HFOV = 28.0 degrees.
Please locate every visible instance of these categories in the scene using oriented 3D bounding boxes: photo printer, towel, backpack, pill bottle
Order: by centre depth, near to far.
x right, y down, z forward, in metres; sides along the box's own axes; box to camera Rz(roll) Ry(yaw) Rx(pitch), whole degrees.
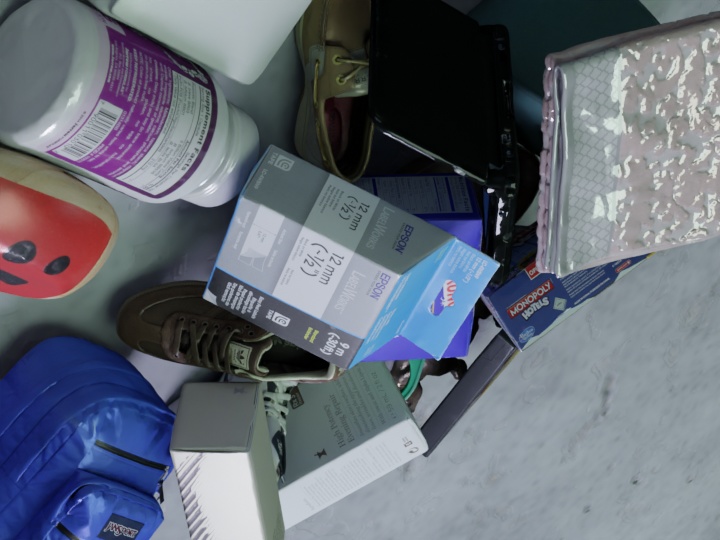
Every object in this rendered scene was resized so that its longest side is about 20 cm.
[{"bbox_3d":[-0.087,-0.248,1.037,0.166,0.069,0.200,23,107,-50],"label":"photo printer"},{"bbox_3d":[-0.168,-0.114,1.051,0.112,0.112,0.200,-54,142,10],"label":"pill bottle"},{"bbox_3d":[0.231,-0.100,1.170,0.191,0.032,0.200,-16,123,-22],"label":"towel"},{"bbox_3d":[-0.240,0.170,1.201,0.200,0.168,0.162,-52,148,2],"label":"backpack"}]

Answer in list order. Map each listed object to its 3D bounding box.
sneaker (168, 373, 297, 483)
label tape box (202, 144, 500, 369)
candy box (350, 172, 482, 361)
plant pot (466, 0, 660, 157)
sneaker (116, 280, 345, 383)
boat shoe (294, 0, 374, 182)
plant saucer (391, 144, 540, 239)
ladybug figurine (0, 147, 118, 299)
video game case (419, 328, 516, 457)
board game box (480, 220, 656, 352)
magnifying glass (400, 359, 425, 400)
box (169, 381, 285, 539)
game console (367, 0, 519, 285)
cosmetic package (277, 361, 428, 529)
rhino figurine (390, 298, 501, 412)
[{"bbox_3d":[-0.082,0.133,1.338,0.199,0.130,0.080,-36,143,-12],"label":"sneaker"},{"bbox_3d":[-0.011,0.007,1.133,0.066,0.200,0.143,-62,180,-39],"label":"label tape box"},{"bbox_3d":[0.000,0.000,1.272,0.200,0.077,0.169,-1,131,-4],"label":"candy box"},{"bbox_3d":[0.206,-0.166,1.276,0.141,0.200,0.141,-42,141,-4],"label":"plant pot"},{"bbox_3d":[-0.105,0.054,1.202,0.200,0.076,0.071,5,104,-5],"label":"sneaker"},{"bbox_3d":[-0.010,-0.163,1.186,0.074,0.066,0.200,-21,134,-26],"label":"boat shoe"},{"bbox_3d":[0.076,-0.060,1.354,0.200,0.032,0.200,-21,150,-13],"label":"plant saucer"},{"bbox_3d":[-0.256,-0.031,1.030,0.136,0.072,0.200,-10,158,28],"label":"ladybug figurine"},{"bbox_3d":[0.142,0.079,1.442,0.181,0.025,0.200,-42,169,-44],"label":"video game case"},{"bbox_3d":[0.173,-0.016,1.331,0.200,0.200,0.062,-35,102,-12],"label":"board game box"},{"bbox_3d":[0.057,0.060,1.441,0.080,0.022,0.200,42,99,-7],"label":"magnifying glass"},{"bbox_3d":[-0.110,0.190,1.235,0.068,0.082,0.200,-1,131,6],"label":"box"},{"bbox_3d":[0.064,-0.114,1.151,0.116,0.200,0.176,2,136,1],"label":"game console"},{"bbox_3d":[-0.047,0.169,1.393,0.200,0.102,0.074,-30,141,1],"label":"cosmetic package"},{"bbox_3d":[0.077,0.080,1.494,0.200,0.060,0.087,-52,146,11],"label":"rhino figurine"}]
